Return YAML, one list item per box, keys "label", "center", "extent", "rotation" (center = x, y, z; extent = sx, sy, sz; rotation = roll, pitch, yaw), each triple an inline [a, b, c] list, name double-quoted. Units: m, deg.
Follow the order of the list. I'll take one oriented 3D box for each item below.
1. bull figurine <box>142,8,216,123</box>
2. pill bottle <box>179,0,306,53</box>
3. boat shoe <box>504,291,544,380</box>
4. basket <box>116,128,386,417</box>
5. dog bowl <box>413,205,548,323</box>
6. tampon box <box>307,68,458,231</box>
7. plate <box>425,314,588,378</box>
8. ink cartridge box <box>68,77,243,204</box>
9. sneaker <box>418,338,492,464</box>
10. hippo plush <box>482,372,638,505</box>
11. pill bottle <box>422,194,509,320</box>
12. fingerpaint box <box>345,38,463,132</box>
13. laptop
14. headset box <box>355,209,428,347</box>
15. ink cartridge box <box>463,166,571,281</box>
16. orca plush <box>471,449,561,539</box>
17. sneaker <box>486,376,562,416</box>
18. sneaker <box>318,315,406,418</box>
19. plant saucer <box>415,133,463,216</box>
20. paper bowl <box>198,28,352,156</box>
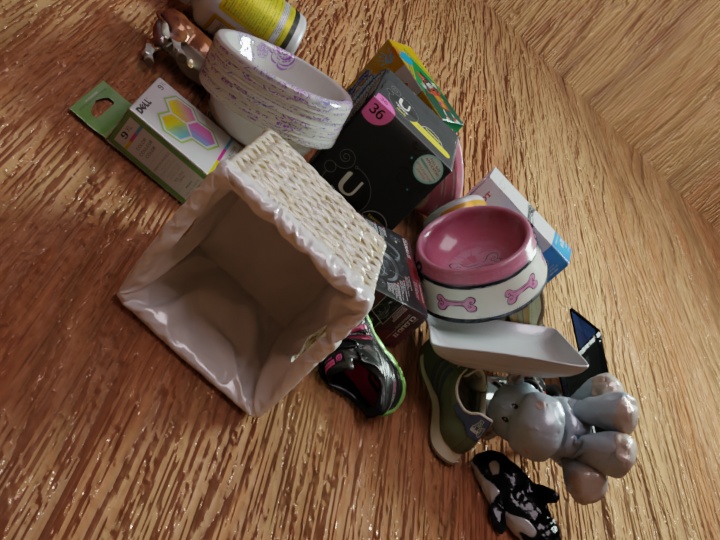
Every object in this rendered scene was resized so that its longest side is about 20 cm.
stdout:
- label: "bull figurine"
  center: [-0.216, -0.283, 1.176]
  extent: [0.199, 0.065, 0.123]
  rotation: [36, 33, -21]
- label: "pill bottle"
  center: [-0.191, -0.409, 1.312]
  extent: [0.198, 0.112, 0.114]
  rotation: [33, 32, -26]
- label: "boat shoe"
  center: [0.234, 0.090, 1.241]
  extent: [0.072, 0.074, 0.204]
  rotation: [-93, 173, -62]
- label: "basket"
  center: [-0.100, -0.001, 0.858]
  extent: [0.200, 0.198, 0.161]
  rotation: [42, 27, -7]
- label: "dog bowl"
  center: [0.163, -0.017, 1.173]
  extent: [0.202, 0.195, 0.075]
  rotation: [-83, 163, -54]
- label: "tampon box"
  center: [0.021, -0.151, 1.196]
  extent: [0.149, 0.200, 0.127]
  rotation: [39, 30, -11]
- label: "plate"
  center: [0.181, 0.099, 1.099]
  extent: [0.194, 0.033, 0.200]
  rotation: [7, 10, 0]
- label: "ink cartridge box"
  center: [-0.238, -0.166, 1.009]
  extent: [0.199, 0.059, 0.105]
  rotation: [40, 30, -14]
- label: "sneaker"
  center: [0.132, 0.150, 1.097]
  extent: [0.066, 0.090, 0.202]
  rotation: [31, 33, -24]
- label: "hippo plush"
  center: [0.251, 0.183, 1.079]
  extent: [0.159, 0.161, 0.200]
  rotation: [30, 6, -25]
- label: "pill bottle"
  center: [0.183, -0.006, 1.322]
  extent: [0.111, 0.111, 0.204]
  rotation: [-2, 66, -54]
- label: "fingerpaint box"
  center: [0.040, -0.227, 1.315]
  extent: [0.073, 0.200, 0.169]
  rotation: [-2, 54, -53]
- label: "laptop"
  center: [0.347, 0.186, 1.340]
  extent: [0.199, 0.102, 0.181]
  rotation: [-32, 113, -39]
- label: "headset box"
  center: [0.000, 0.000, 1.114]
  extent: [0.198, 0.077, 0.151]
  rotation: [28, 35, -33]
- label: "ink cartridge box"
  center: [0.243, -0.050, 1.431]
  extent: [0.200, 0.146, 0.086]
  rotation: [47, 27, -1]
- label: "orca plush"
  center: [0.220, 0.307, 1.045]
  extent: [0.104, 0.071, 0.203]
  rotation: [11, 46, -47]
- label: "sneaker"
  center: [0.221, 0.173, 1.198]
  extent: [0.198, 0.082, 0.078]
  rotation: [12, 44, -47]
- label: "sneaker"
  center: [-0.021, 0.086, 0.983]
  extent: [0.201, 0.077, 0.084]
  rotation: [50, 25, 5]
- label: "plant saucer"
  center: [0.102, -0.183, 1.388]
  extent: [0.050, 0.202, 0.203]
  rotation: [-13, 59, -21]
- label: "paper bowl"
  center: [-0.116, -0.221, 1.088]
  extent: [0.197, 0.106, 0.202]
  rotation: [26, 22, -11]
